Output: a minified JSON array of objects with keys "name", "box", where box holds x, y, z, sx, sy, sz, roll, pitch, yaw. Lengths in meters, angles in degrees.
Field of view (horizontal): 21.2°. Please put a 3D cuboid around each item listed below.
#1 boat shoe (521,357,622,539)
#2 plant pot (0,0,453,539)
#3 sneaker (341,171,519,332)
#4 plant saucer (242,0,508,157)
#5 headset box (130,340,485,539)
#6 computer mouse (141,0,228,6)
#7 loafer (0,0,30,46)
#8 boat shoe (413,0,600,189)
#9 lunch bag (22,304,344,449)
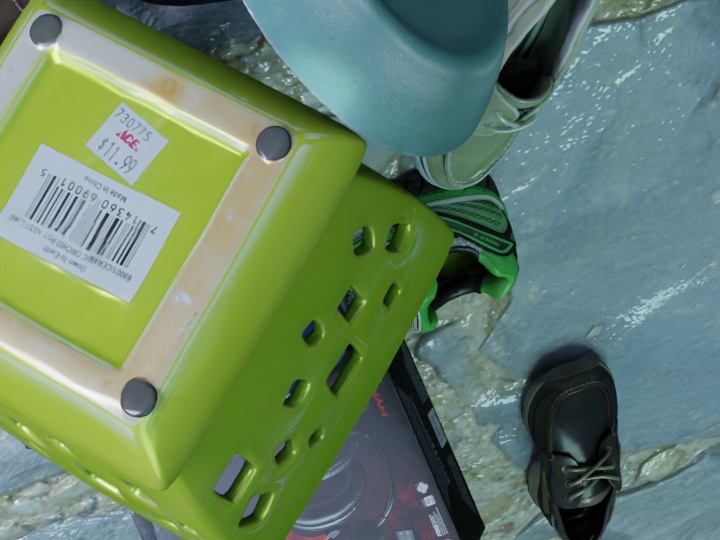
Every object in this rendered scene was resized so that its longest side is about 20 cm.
[{"name":"boat shoe","box":[0.166,0.138,1.412,0.074,0.073,0.200,-21,145,-7]},{"name":"plant pot","box":[-0.097,-0.002,0.870,0.199,0.199,0.182,-59,163,-8]},{"name":"sneaker","box":[0.000,0.000,1.124,0.199,0.085,0.078,-18,144,-11]},{"name":"plant saucer","box":[0.009,-0.148,0.838,0.036,0.201,0.200,-25,150,33]},{"name":"headset box","box":[-0.045,0.137,1.185,0.199,0.149,0.075,-22,-176,14]},{"name":"computer mouse","box":[-0.037,-0.165,0.944,0.199,0.034,0.059,-9,125,-31]},{"name":"loafer","box":[-0.219,-0.108,0.857,0.199,0.073,0.071,-14,142,-17]},{"name":"boat shoe","box":[0.076,-0.109,1.051,0.072,0.062,0.200,-8,142,-23]},{"name":"lunch bag","box":[-0.103,0.017,1.032,0.199,0.136,0.132,-26,161,4]}]
